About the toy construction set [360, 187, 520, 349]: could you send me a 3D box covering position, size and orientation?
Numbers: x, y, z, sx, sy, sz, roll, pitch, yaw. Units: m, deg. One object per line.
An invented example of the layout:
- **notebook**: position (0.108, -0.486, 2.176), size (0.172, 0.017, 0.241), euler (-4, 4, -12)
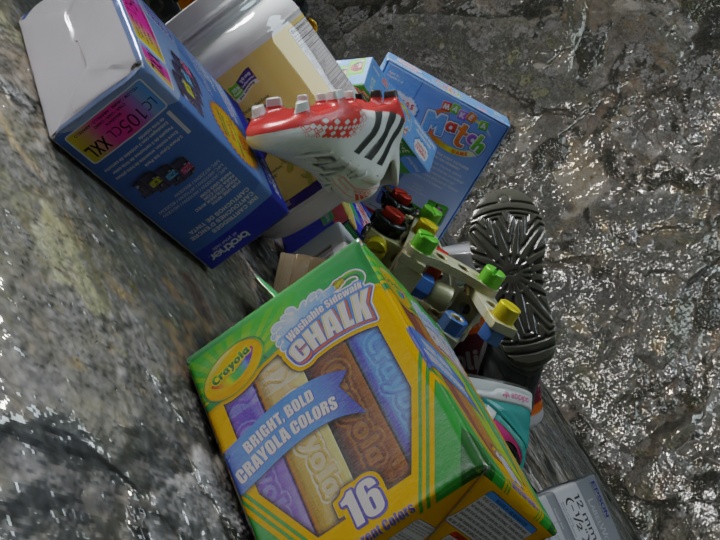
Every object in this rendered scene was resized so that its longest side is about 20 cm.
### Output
- **toy construction set**: position (0.057, 0.002, 0.833), size (0.131, 0.092, 0.200), euler (31, 4, -2)

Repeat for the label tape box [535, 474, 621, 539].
- **label tape box**: position (0.185, 0.251, 0.873), size (0.200, 0.066, 0.144), euler (-3, 68, -52)

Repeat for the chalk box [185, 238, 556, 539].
- **chalk box**: position (-0.003, 0.079, 0.583), size (0.124, 0.124, 0.200), euler (44, 14, -53)

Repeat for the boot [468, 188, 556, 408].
- **boot**: position (0.139, 0.044, 0.980), size (0.200, 0.072, 0.183), euler (69, 18, -67)

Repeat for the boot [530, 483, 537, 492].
- **boot**: position (0.119, 0.191, 1.001), size (0.163, 0.073, 0.198), euler (55, 1, -22)

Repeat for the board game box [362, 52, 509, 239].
- **board game box**: position (0.048, -0.114, 1.152), size (0.151, 0.200, 0.037), euler (27, 24, -9)

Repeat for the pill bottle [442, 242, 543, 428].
- **pill bottle**: position (0.134, 0.072, 1.145), size (0.114, 0.114, 0.201), euler (-55, 137, -81)

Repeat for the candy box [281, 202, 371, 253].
- **candy box**: position (0.000, 0.000, 1.046), size (0.200, 0.077, 0.169), euler (50, 10, -29)

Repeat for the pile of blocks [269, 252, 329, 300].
- **pile of blocks**: position (-0.020, 0.081, 0.733), size (0.062, 0.082, 0.201), euler (97, -23, -54)

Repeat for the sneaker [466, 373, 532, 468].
- **sneaker**: position (0.055, 0.144, 0.823), size (0.199, 0.084, 0.121), euler (13, 69, -32)

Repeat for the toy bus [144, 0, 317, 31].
- **toy bus**: position (-0.169, -0.309, 1.156), size (0.200, 0.136, 0.192), euler (47, -1, -31)

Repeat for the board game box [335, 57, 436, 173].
- **board game box**: position (-0.044, -0.149, 1.051), size (0.151, 0.199, 0.037), euler (45, 55, -50)

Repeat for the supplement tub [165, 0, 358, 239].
- **supplement tub**: position (-0.083, -0.145, 0.904), size (0.200, 0.145, 0.145), euler (53, 9, -14)

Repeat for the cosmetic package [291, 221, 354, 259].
- **cosmetic package**: position (0.017, 0.066, 0.910), size (0.200, 0.071, 0.102), euler (50, 11, -29)

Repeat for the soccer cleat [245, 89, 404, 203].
- **soccer cleat**: position (-0.018, -0.090, 0.780), size (0.200, 0.068, 0.086), euler (-23, 109, -64)

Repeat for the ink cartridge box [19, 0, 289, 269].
- **ink cartridge box**: position (-0.129, -0.095, 0.713), size (0.200, 0.076, 0.137), euler (48, 12, -49)
